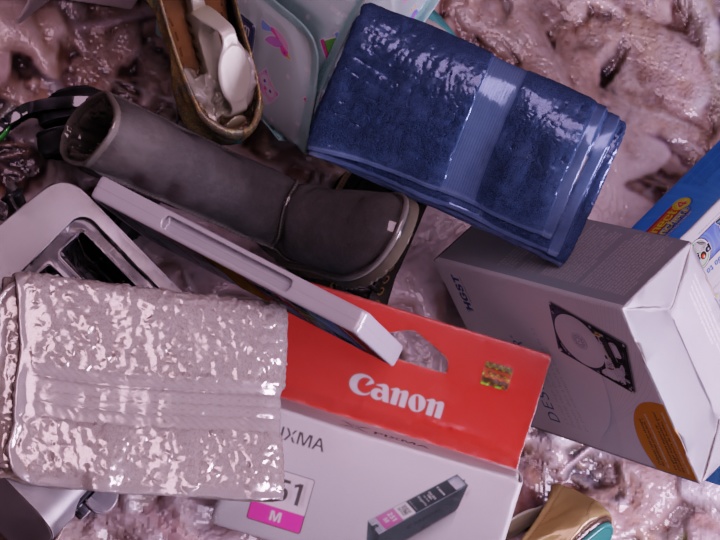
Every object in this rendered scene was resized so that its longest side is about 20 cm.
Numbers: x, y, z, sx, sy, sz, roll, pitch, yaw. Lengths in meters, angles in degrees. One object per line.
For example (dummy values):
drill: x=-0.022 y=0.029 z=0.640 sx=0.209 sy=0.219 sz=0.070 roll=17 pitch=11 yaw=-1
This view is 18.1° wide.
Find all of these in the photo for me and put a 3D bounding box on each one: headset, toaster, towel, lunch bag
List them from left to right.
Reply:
toaster: x=-0.210 y=0.056 z=1.474 sx=0.200 sy=0.119 sz=0.181 roll=46 pitch=65 yaw=-6
headset: x=-0.182 y=-0.074 z=1.598 sx=0.199 sy=0.094 sz=0.124 roll=-30 pitch=91 yaw=-8
towel: x=-0.136 y=0.074 z=1.417 sx=0.198 sy=0.034 sz=0.134 roll=6 pitch=80 yaw=-25
lunch bag: x=-0.044 y=-0.205 z=1.597 sx=0.170 sy=0.122 sz=0.201 roll=38 pitch=102 yaw=24
towel: x=0.069 y=-0.093 z=1.510 sx=0.199 sy=0.049 sz=0.112 roll=25 pitch=105 yaw=4

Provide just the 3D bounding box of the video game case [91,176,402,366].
video game case: x=-0.072 y=0.002 z=1.491 sx=0.199 sy=0.143 sz=0.018 roll=27 pitch=85 yaw=14

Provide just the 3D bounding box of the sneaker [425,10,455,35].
sneaker: x=0.012 y=-0.189 z=1.688 sx=0.200 sy=0.078 sz=0.080 roll=47 pitch=22 yaw=11

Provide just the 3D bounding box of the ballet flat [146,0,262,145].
ballet flat: x=-0.108 y=-0.179 z=1.528 sx=0.070 sy=0.071 sz=0.201 roll=-22 pitch=111 yaw=-22

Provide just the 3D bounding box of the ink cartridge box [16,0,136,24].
ink cartridge box: x=-0.203 y=-0.282 z=1.603 sx=0.124 sy=0.128 sz=0.202 roll=6 pitch=75 yaw=-17

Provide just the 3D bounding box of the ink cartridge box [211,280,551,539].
ink cartridge box: x=0.016 y=0.116 z=1.552 sx=0.198 sy=0.044 sz=0.175 roll=16 pitch=98 yaw=3

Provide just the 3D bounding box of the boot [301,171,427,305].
boot: x=0.000 y=0.000 z=1.590 sx=0.077 sy=0.138 sz=0.202 roll=15 pitch=72 yaw=-14

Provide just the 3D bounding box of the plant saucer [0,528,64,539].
plant saucer: x=-0.289 y=0.130 z=1.515 sx=0.199 sy=0.034 sz=0.202 roll=5 pitch=73 yaw=-17

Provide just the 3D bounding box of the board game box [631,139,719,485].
board game box: x=0.283 y=0.021 z=1.678 sx=0.200 sy=0.056 sz=0.197 roll=-42 pitch=120 yaw=-24

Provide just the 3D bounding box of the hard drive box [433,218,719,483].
hard drive box: x=0.165 y=0.046 z=1.574 sx=0.077 sy=0.199 sz=0.157 roll=-40 pitch=119 yaw=-23

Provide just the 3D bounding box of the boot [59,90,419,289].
boot: x=-0.082 y=-0.059 z=1.497 sx=0.199 sy=0.181 sz=0.073 roll=34 pitch=67 yaw=-27

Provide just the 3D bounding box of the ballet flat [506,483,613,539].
ballet flat: x=0.097 y=0.228 z=1.613 sx=0.063 sy=0.069 sz=0.200 roll=38 pitch=61 yaw=25
